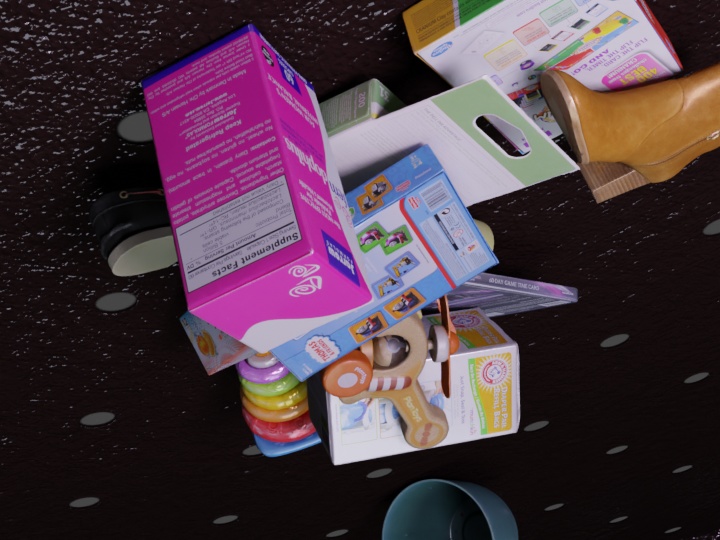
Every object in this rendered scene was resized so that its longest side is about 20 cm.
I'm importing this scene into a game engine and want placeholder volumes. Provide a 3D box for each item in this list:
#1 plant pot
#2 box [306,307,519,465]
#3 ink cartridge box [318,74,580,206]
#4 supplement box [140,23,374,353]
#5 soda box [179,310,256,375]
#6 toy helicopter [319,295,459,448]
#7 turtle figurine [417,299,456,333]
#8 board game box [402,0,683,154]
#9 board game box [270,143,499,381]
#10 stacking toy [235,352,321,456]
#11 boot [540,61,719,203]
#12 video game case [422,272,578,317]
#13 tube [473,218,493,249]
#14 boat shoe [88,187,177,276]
[{"bbox_3d":[0.160,0.429,1.894,0.200,0.201,0.161,-31,160,27],"label":"plant pot"},{"bbox_3d":[0.052,0.116,1.217,0.200,0.113,0.101,-8,111,-13],"label":"box"},{"bbox_3d":[0.052,-0.099,0.942,0.200,0.048,0.146,-21,143,32],"label":"ink cartridge box"},{"bbox_3d":[-0.076,-0.058,0.849,0.103,0.200,0.101,-24,152,16],"label":"supplement box"},{"bbox_3d":[-0.097,0.031,1.094,0.064,0.068,0.200,-24,173,-35],"label":"soda box"},{"bbox_3d":[0.043,0.097,1.105,0.132,0.079,0.200,-26,131,4],"label":"toy helicopter"},{"bbox_3d":[-0.008,0.041,1.150,0.161,0.064,0.200,-6,156,36],"label":"turtle figurine"},{"bbox_3d":[0.146,-0.176,0.916,0.153,0.040,0.200,-27,150,21],"label":"board game box"},{"bbox_3d":[0.000,0.000,0.959,0.200,0.037,0.151,-32,144,5],"label":"board game box"},{"bbox_3d":[-0.093,0.102,1.265,0.110,0.116,0.200,-18,141,0],"label":"stacking toy"},{"bbox_3d":[0.230,-0.133,0.937,0.144,0.071,0.201,-29,151,10],"label":"boot"},{"bbox_3d":[0.109,0.025,1.242,0.200,0.019,0.143,10,165,-38],"label":"video game case"},{"bbox_3d":[0.043,-0.039,1.104,0.200,0.058,0.052,15,151,-42],"label":"tube"},{"bbox_3d":[-0.135,-0.042,1.000,0.201,0.063,0.074,-8,150,-45],"label":"boat shoe"}]
